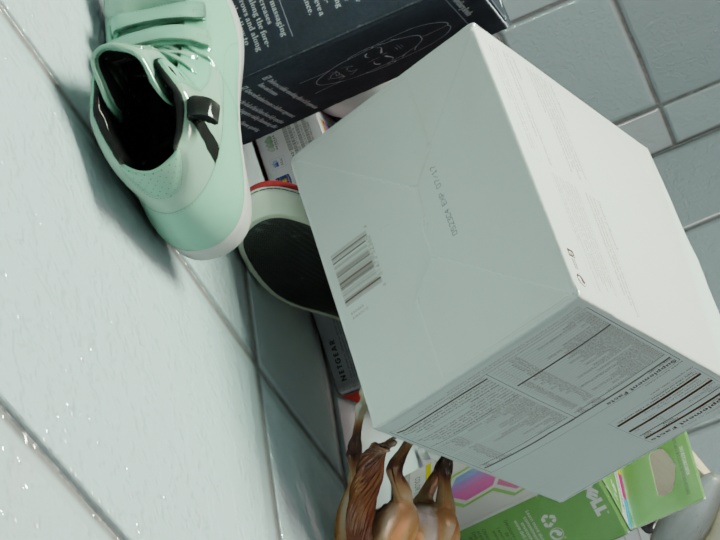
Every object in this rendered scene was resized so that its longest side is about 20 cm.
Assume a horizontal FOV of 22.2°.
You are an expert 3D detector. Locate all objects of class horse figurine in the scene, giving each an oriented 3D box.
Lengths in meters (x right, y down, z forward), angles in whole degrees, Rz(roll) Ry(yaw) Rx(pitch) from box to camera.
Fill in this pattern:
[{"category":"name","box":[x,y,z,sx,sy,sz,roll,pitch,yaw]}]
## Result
[{"category":"horse figurine","box":[0.029,0.141,1.095,0.200,0.050,0.134,24,77,-64]}]

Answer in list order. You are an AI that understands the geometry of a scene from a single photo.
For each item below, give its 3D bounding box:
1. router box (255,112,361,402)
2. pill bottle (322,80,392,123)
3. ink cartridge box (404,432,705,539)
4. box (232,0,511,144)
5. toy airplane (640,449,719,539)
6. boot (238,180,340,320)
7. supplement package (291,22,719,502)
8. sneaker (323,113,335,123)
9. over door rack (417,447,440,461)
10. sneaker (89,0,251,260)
[{"category":"router box","box":[0.000,0.000,1.323,0.179,0.049,0.201,34,35,-71]},{"category":"pill bottle","box":[0.026,-0.142,1.331,0.200,0.112,0.113,36,33,-54]},{"category":"ink cartridge box","box":[0.120,0.145,1.222,0.060,0.199,0.104,59,13,-20]},{"category":"box","box":[-0.025,-0.172,1.136,0.148,0.199,0.108,17,52,-77]},{"category":"toy airplane","box":[0.184,0.121,1.322,0.140,0.199,0.201,-18,97,-36]},{"category":"boot","box":[-0.012,-0.046,1.184,0.200,0.072,0.145,28,46,-46]},{"category":"supplement package","box":[0.093,0.003,1.075,0.199,0.147,0.192,27,38,-47]},{"category":"sneaker","box":[0.001,-0.128,1.471,0.200,0.088,0.082,-9,77,-79]},{"category":"over door rack","box":[0.109,0.175,1.424,0.148,0.066,0.200,64,32,-19]},{"category":"sneaker","box":[-0.105,-0.117,0.959,0.118,0.073,0.202,59,15,-66]}]
